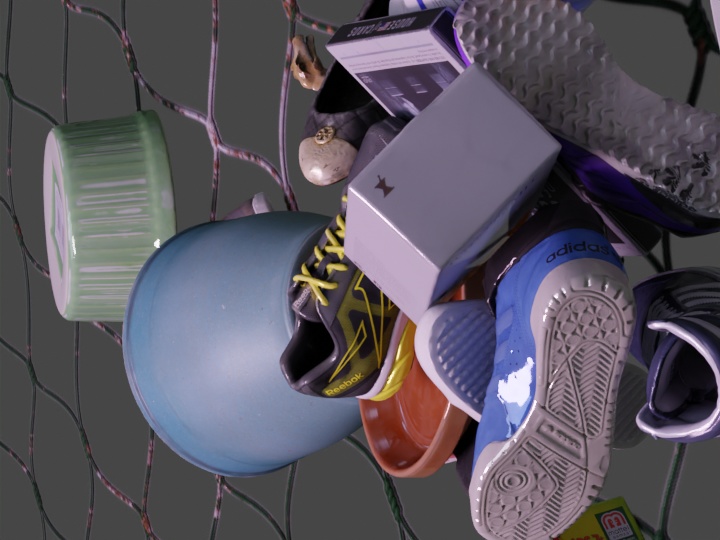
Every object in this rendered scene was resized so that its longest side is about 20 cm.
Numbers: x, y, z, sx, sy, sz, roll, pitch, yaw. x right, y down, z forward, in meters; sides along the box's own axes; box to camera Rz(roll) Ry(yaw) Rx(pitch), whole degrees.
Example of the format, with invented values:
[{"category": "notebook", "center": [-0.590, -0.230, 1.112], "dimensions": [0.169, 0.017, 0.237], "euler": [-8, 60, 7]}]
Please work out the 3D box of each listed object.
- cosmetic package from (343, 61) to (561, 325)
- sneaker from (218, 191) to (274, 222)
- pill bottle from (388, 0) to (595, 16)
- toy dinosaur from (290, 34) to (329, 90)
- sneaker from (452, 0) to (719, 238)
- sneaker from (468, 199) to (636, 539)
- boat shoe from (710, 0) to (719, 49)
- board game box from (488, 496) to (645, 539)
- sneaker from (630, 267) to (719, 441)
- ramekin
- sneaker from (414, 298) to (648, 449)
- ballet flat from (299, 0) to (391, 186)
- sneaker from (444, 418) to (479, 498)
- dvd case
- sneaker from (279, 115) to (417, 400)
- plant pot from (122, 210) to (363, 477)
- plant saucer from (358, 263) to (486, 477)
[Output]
[{"category": "cosmetic package", "center": [0.049, -0.039, 1.318], "dimensions": [0.071, 0.101, 0.200], "euler": [44, 173, 7]}, {"category": "sneaker", "center": [-0.121, -0.001, 1.946], "dimensions": [0.077, 0.082, 0.200], "euler": [69, 155, 16]}, {"category": "pill bottle", "center": [0.090, -0.189, 1.367], "dimensions": [0.200, 0.112, 0.113], "euler": [-42, 64, 63]}, {"category": "toy dinosaur", "center": [0.024, -0.099, 1.561], "dimensions": [0.200, 0.101, 0.058], "euler": [46, 143, 44]}, {"category": "sneaker", "center": [0.131, -0.080, 1.306], "dimensions": [0.200, 0.070, 0.100], "euler": [37, 162, 4]}, {"category": "sneaker", "center": [0.104, 0.054, 1.298], "dimensions": [0.111, 0.076, 0.201], "euler": [-96, 13, -55]}, {"category": "boat shoe", "center": [0.214, -0.137, 1.171], "dimensions": [0.071, 0.063, 0.201], "euler": [-84, -20, -46]}, {"category": "board game box", "center": [0.112, 0.231, 1.540], "dimensions": [0.048, 0.101, 0.200], "euler": [63, 152, 26]}, {"category": "sneaker", "center": [0.178, 0.044, 1.271], "dimensions": [0.200, 0.108, 0.071], "euler": [23, 114, 59]}, {"category": "ramekin", "center": [-0.232, -0.046, 2.091], "dimensions": [0.200, 0.097, 0.201], "euler": [176, 90, -76]}, {"category": "sneaker", "center": [0.090, 0.067, 1.390], "dimensions": [0.082, 0.200, 0.074], "euler": [4, 73, 47]}, {"category": "ballet flat", "center": [0.004, -0.143, 1.510], "dimensions": [0.066, 0.201, 0.057], "euler": [8, 151, 31]}, {"category": "sneaker", "center": [0.101, 0.108, 1.520], "dimensions": [0.200, 0.086, 0.074], "euler": [-155, 71, -70]}, {"category": "dvd case", "center": [0.081, -0.082, 1.410], "dimensions": [0.200, 0.025, 0.150], "euler": [45, 164, -19]}, {"category": "sneaker", "center": [0.000, 0.000, 1.460], "dimensions": [0.074, 0.084, 0.201], "euler": [34, 125, 46]}, {"category": "plant pot", "center": [-0.045, 0.043, 1.697], "dimensions": [0.188, 0.199, 0.201], "euler": [-19, 85, 54]}, {"category": "plant saucer", "center": [0.044, 0.038, 1.520], "dimensions": [0.200, 0.032, 0.202], "euler": [-174, 90, -70]}]
